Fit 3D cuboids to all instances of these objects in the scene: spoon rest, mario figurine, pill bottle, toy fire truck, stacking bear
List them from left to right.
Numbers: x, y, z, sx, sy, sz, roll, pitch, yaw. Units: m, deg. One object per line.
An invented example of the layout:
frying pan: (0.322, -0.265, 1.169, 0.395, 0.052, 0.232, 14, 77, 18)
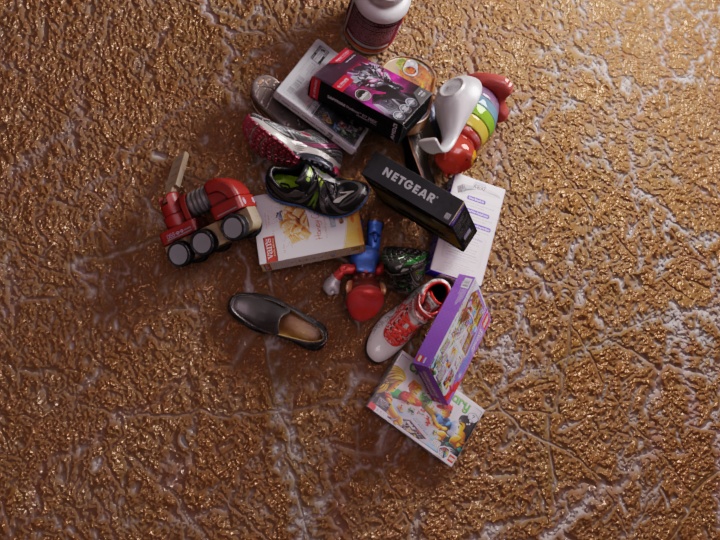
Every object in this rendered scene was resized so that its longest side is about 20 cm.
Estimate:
toy fire truck: (-0.286, -0.129, 1.338, 0.174, 0.129, 0.203, -23, 92, 14)
mario figurine: (0.000, 0.000, 1.415, 0.122, 0.106, 0.203, -7, 69, 25)
pill bottle: (0.034, -0.506, 1.416, 0.111, 0.200, 0.115, 1, 82, -9)
spoon rest: (0.165, -0.289, 1.380, 0.061, 0.098, 0.202, 53, 51, -38)
stacking bear: (0.207, -0.274, 1.440, 0.112, 0.122, 0.202, 21, 65, 15)

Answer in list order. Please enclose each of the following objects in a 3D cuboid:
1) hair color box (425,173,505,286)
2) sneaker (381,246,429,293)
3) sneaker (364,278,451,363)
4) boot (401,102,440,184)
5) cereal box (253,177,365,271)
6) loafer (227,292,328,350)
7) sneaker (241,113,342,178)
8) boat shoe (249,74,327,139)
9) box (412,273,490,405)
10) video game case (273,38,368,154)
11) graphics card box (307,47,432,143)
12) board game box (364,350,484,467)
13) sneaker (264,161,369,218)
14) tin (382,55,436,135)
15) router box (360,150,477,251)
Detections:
hair color box: (0.203, -0.076, 1.454, 0.108, 0.065, 0.203, 18, 81, -6)
sneaker: (0.087, 0.001, 1.358, 0.077, 0.200, 0.087, 7, 91, 17)
sneaker: (0.089, 0.091, 1.386, 0.201, 0.108, 0.067, -43, 90, -13)
boot: (0.130, -0.246, 1.458, 0.096, 0.075, 0.203, -20, 81, -12)
cereal box: (-0.099, -0.086, 1.379, 0.197, 0.040, 0.146, -11, 66, -1)
loafer: (-0.149, 0.088, 1.363, 0.197, 0.072, 0.074, 19, 80, -6)
sneaker: (-0.125, -0.233, 1.359, 0.198, 0.080, 0.076, 25, 64, -24)
boat shoe: (-0.137, -0.287, 1.421, 0.076, 0.072, 0.201, -45, 110, -16)
box: (0.172, 0.128, 1.367, 0.039, 0.138, 0.201, 13, 59, 34)
video game case: (-0.050, -0.335, 1.415, 0.181, 0.023, 0.201, 35, 48, -8)
graphics card box: (0.018, -0.324, 1.362, 0.198, 0.051, 0.126, 32, 50, 11)
board game box: (0.122, 0.261, 1.405, 0.199, 0.035, 0.127, 35, 77, -3)
sneaker: (-0.082, -0.148, 1.337, 0.196, 0.083, 0.072, 11, 67, 10)
tin: (0.084, -0.342, 1.444, 0.110, 0.042, 0.202, 16, 53, -3)
router box: (0.110, -0.125, 1.358, 0.199, 0.157, 0.053, 33, 86, 24)
